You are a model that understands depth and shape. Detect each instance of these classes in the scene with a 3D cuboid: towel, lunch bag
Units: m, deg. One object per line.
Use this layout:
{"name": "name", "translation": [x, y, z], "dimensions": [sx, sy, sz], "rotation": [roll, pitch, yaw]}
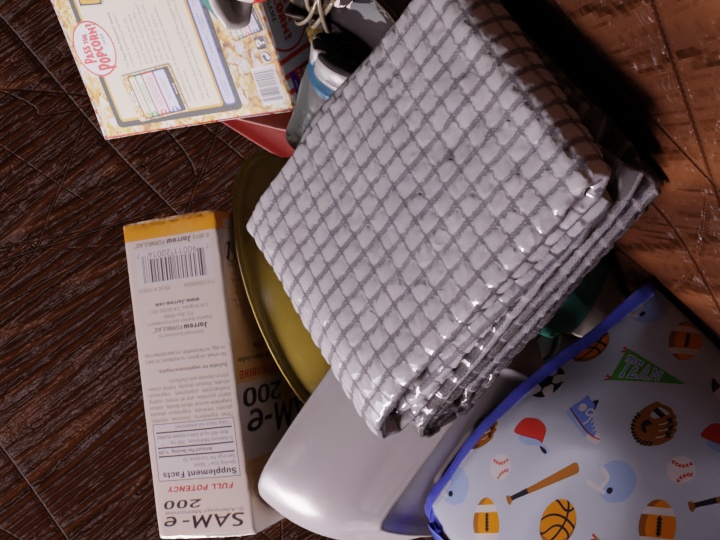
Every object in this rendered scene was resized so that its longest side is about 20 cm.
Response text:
{"name": "towel", "translation": [0.043, -0.035, 0.616], "dimensions": [0.085, 0.201, 0.167], "rotation": [8, -139, -46]}
{"name": "lunch bag", "translation": [0.152, 0.142, 0.684], "dimensions": [0.170, 0.199, 0.124], "rotation": [51, 177, 45]}

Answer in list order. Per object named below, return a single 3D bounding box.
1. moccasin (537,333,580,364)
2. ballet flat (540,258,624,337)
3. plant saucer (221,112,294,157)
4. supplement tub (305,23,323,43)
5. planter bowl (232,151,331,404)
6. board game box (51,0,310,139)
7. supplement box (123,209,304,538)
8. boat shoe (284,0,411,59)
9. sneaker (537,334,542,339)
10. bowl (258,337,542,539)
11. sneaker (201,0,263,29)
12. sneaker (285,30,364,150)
{"name": "moccasin", "translation": [0.207, 0.122, 0.888], "dimensions": [0.200, 0.074, 0.078], "rotation": [35, 178, 23]}
{"name": "ballet flat", "translation": [0.150, 0.017, 0.824], "dimensions": [0.070, 0.068, 0.200], "rotation": [30, 178, 1]}
{"name": "plant saucer", "translation": [-0.005, -0.105, 1.037], "dimensions": [0.197, 0.037, 0.199], "rotation": [17, 175, 30]}
{"name": "supplement tub", "translation": [-0.091, -0.231, 1.019], "dimensions": [0.146, 0.145, 0.200], "rotation": [54, 179, 9]}
{"name": "planter bowl", "translation": [0.000, 0.000, 0.794], "dimensions": [0.201, 0.082, 0.202], "rotation": [52, -153, -40]}
{"name": "board game box", "translation": [-0.140, -0.188, 0.891], "dimensions": [0.046, 0.197, 0.154], "rotation": [-46, -55, -49]}
{"name": "supplement box", "translation": [-0.086, 0.065, 0.785], "dimensions": [0.126, 0.072, 0.204], "rotation": [-5, -92, -70]}
{"name": "boat shoe", "translation": [-0.019, -0.185, 0.774], "dimensions": [0.201, 0.073, 0.075], "rotation": [54, 151, 27]}
{"name": "sneaker", "translation": [0.138, 0.045, 1.058], "dimensions": [0.122, 0.083, 0.200], "rotation": [60, -176, -22]}
{"name": "bowl", "translation": [0.042, 0.098, 0.759], "dimensions": [0.074, 0.201, 0.199], "rotation": [38, -177, 26]}
{"name": "sneaker", "translation": [-0.059, -0.218, 0.699], "dimensions": [0.095, 0.070, 0.199], "rotation": [64, 150, 6]}
{"name": "sneaker", "translation": [-0.010, -0.130, 0.860], "dimensions": [0.075, 0.087, 0.200], "rotation": [35, -157, 7]}
